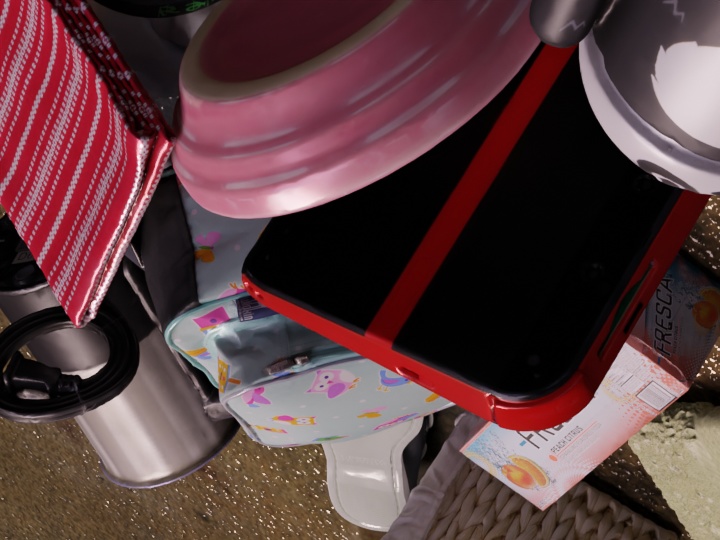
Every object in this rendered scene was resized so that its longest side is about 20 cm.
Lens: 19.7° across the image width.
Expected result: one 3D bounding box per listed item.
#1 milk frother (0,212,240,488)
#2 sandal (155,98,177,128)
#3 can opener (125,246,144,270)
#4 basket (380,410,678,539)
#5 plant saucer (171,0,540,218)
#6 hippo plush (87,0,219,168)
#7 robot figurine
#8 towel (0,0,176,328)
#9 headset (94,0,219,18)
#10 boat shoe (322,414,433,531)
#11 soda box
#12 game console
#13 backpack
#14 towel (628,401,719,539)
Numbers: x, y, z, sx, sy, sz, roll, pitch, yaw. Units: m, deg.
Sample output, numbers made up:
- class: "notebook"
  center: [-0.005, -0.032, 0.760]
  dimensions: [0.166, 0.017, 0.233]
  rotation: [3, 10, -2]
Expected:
- class: "milk frother"
  center: [-0.164, 0.071, 1.355]
  dimensions: [0.180, 0.200, 0.189]
  rotation: [4, 135, 40]
- class: "sandal"
  center: [-0.064, -0.050, 1.244]
  dimensions: [0.201, 0.048, 0.075]
  rotation: [59, 148, -6]
- class: "can opener"
  center: [-0.104, -0.010, 1.226]
  dimensions: [0.200, 0.063, 0.079]
  rotation: [30, 142, 30]
- class: "basket"
  center: [0.076, 0.238, 1.303]
  dimensions: [0.160, 0.200, 0.199]
  rotation: [28, 148, 13]
- class: "plant saucer"
  center: [-0.007, -0.107, 0.940]
  dimensions: [0.200, 0.201, 0.051]
  rotation: [0, 134, 48]
- class: "hippo plush"
  center: [-0.124, -0.117, 1.098]
  dimensions: [0.200, 0.161, 0.159]
  rotation: [45, 150, -9]
- class: "robot figurine"
  center: [0.162, -0.112, 0.822]
  dimensions: [0.150, 0.125, 0.200]
  rotation: [39, 149, 6]
- class: "towel"
  center: [-0.166, -0.090, 1.011]
  dimensions: [0.200, 0.022, 0.145]
  rotation: [55, 139, 23]
- class: "headset"
  center: [-0.118, -0.220, 0.997]
  dimensions: [0.201, 0.123, 0.094]
  rotation: [59, 180, 13]
- class: "boat shoe"
  center: [0.009, 0.090, 1.321]
  dimensions: [0.075, 0.061, 0.200]
  rotation: [14, 143, 5]
- class: "soda box"
  center: [0.127, 0.059, 1.139]
  dimensions: [0.063, 0.068, 0.200]
  rotation: [36, 148, -1]
- class: "game console"
  center: [0.064, -0.038, 0.958]
  dimensions: [0.176, 0.200, 0.031]
  rotation: [25, 162, 26]
- class: "backpack"
  center: [0.000, 0.000, 1.062]
  dimensions: [0.176, 0.199, 0.154]
  rotation: [64, -176, -71]
- class: "towel"
  center: [0.244, 0.146, 1.159]
  dimensions: [0.148, 0.037, 0.200]
  rotation: [-8, 126, 53]
